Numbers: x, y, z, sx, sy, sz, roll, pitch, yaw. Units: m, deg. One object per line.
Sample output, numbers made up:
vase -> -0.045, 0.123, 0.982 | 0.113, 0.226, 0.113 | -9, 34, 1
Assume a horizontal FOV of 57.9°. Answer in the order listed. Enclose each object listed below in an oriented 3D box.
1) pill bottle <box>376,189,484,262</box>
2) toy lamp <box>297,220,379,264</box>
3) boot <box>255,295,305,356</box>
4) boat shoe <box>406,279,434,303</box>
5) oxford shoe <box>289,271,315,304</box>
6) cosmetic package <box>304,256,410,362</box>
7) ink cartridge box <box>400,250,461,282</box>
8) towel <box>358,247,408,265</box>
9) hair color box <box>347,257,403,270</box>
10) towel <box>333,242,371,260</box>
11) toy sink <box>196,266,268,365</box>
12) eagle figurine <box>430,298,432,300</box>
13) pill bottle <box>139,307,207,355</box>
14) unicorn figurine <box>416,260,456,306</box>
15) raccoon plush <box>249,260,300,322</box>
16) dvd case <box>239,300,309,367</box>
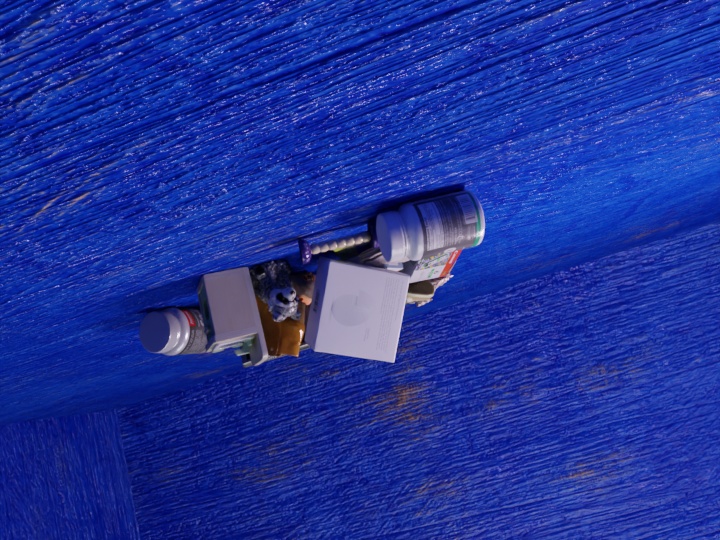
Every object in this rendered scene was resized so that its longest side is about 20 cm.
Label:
pill bottle -> 0.136, -0.085, 1.284 | 0.195, 0.116, 0.113 | -13, 169, -13
toy lamp -> -0.028, -0.061, 1.325 | 0.195, 0.060, 0.058 | -12, 169, -9
boot -> -0.233, 0.136, 1.619 | 0.196, 0.148, 0.071 | 10, 171, 17
boat shoe -> 0.099, 0.054, 1.736 | 0.195, 0.074, 0.064 | 4, 132, 5
oxford shoe -> -0.150, 0.027, 1.617 | 0.073, 0.071, 0.200 | -44, 164, 1
cosmetic package -> -0.010, 0.088, 1.497 | 0.195, 0.205, 0.123 | 11, -178, -16
ink cartridge box -> 0.210, -0.034, 1.721 | 0.196, 0.051, 0.110 | -9, 141, -32
towel -> 0.099, -0.048, 1.517 | 0.131, 0.035, 0.197 | -23, 168, 42
hair color box -> 0.000, 0.000, 1.661 | 0.197, 0.062, 0.098 | -24, 167, 31
towel -> 0.034, -0.066, 1.477 | 0.195, 0.023, 0.144 | -16, 170, 0
toy sink -> -0.288, 0.114, 1.427 | 0.109, 0.205, 0.130 | -11, 170, -23
eagle figurine -> 0.128, 0.071, 2.126 | 0.150, 0.153, 0.200 | 30, -171, -17
pill bottle -> -0.445, 0.151, 1.617 | 0.112, 0.117, 0.199 | -19, 169, 20
unicorn figurine -> 0.166, 0.043, 1.814 | 0.195, 0.075, 0.138 | -4, 154, -29
raccoon plush -> -0.198, 0.064, 1.480 | 0.095, 0.137, 0.200 | -12, 169, -24
dvd case -> -0.218, 0.157, 1.682 | 0.195, 0.152, 0.025 | -16, 141, -3
